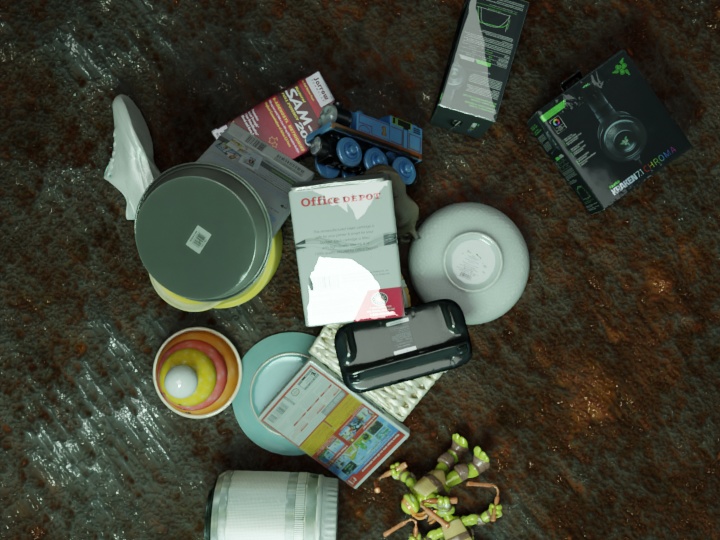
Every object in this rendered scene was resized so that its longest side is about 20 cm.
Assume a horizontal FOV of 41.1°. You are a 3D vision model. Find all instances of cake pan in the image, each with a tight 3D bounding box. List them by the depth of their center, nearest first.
[{"bbox_3d":[-0.222,-0.048,1.328,0.199,0.037,0.202,2,105,6],"label":"cake pan"}]

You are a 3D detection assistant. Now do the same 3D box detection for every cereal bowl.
[{"bbox_3d":[0.176,-0.013,1.531,0.198,0.083,0.202,0,88,-1],"label":"cereal bowl"}]

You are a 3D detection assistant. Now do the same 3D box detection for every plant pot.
[{"bbox_3d":[-0.232,-0.027,1.453,0.199,0.189,0.202,2,106,7],"label":"plant pot"}]

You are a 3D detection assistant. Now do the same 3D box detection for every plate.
[{"bbox_3d":[-0.111,0.200,1.554,0.198,0.026,0.202,0,88,0],"label":"plate"}]

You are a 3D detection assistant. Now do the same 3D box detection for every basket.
[{"bbox_3d":[0.024,0.130,1.497,0.200,0.136,0.124,38,85,0],"label":"basket"}]

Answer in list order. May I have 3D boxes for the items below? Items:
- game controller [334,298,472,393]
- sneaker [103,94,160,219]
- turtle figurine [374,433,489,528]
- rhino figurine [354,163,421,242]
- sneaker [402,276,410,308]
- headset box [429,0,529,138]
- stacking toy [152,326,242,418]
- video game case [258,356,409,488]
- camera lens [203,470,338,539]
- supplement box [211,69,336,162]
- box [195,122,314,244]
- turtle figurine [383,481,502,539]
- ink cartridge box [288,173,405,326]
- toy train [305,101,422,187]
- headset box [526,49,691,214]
[{"bbox_3d":[0.063,0.110,1.418,0.199,0.042,0.105,-14,74,-3],"label":"game controller"},{"bbox_3d":[-0.377,-0.179,1.544,0.088,0.075,0.201,-17,90,11],"label":"sneaker"},{"bbox_3d":[0.124,0.333,1.488,0.161,0.200,0.065,-34,112,-21],"label":"turtle figurine"},{"bbox_3d":[0.043,-0.093,1.471,0.087,0.200,0.060,-18,55,13],"label":"rhino figurine"},{"bbox_3d":[0.000,0.000,1.524,0.087,0.076,0.201,-29,79,-27],"label":"sneaker"},{"bbox_3d":[0.179,-0.310,1.493,0.092,0.174,0.201,16,90,0],"label":"headset box"},{"bbox_3d":[-0.265,0.161,1.466,0.145,0.200,0.147,0,87,2],"label":"stacking toy"},{"bbox_3d":[-0.042,0.242,1.512,0.200,0.017,0.143,38,113,-10],"label":"video game case"},{"bbox_3d":[-0.135,0.392,1.482,0.198,0.160,0.161,1,89,0],"label":"camera lens"},{"bbox_3d":[-0.126,-0.224,1.546,0.199,0.061,0.109,-31,90,-1],"label":"supplement box"},{"bbox_3d":[-0.170,-0.126,1.425,0.155,0.200,0.041,31,126,-3],"label":"box"},{"bbox_3d":[0.148,0.437,1.528,0.199,0.064,0.162,-20,71,-7],"label":"turtle figurine"},{"bbox_3d":[-0.018,-0.033,1.371,0.144,0.083,0.202,-6,103,3],"label":"ink cartridge box"},{"bbox_3d":[0.008,-0.190,1.489,0.199,0.086,0.115,15,67,-34],"label":"toy train"},{"bbox_3d":[0.388,-0.223,1.523,0.174,0.093,0.201,-34,88,-1],"label":"headset box"}]
